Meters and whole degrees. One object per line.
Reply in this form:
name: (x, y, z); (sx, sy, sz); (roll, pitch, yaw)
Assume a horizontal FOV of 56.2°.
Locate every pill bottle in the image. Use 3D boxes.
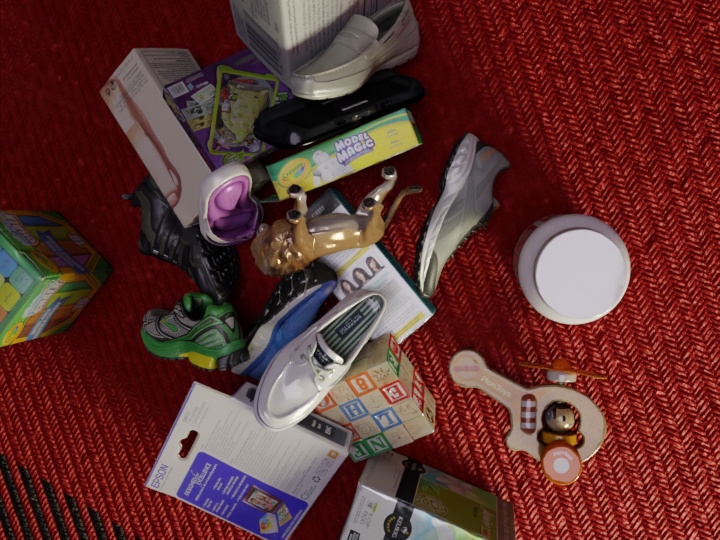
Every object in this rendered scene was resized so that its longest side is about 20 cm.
pill bottle: (0.223, -0.004, 0.724); (0.111, 0.200, 0.114); (1, 95, 11)

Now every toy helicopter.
toy helicopter: (0.200, 0.149, 0.806); (0.199, 0.079, 0.133); (30, 99, 11)

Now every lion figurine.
lion figurine: (-0.030, -0.047, 0.776); (0.197, 0.123, 0.073); (-6, 54, -5)

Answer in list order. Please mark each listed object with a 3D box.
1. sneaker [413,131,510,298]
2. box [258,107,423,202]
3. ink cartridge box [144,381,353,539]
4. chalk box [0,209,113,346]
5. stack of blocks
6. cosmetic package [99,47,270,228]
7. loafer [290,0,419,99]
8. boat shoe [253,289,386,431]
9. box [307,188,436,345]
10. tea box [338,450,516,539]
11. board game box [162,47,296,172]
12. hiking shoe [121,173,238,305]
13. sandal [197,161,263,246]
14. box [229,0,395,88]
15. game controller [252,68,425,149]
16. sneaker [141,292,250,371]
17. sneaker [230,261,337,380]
sneaker: (0.117, -0.059, 0.799); (0.079, 0.074, 0.202); (23, 90, -1)
box: (-0.026, -0.133, 0.803); (0.198, 0.117, 0.049); (-23, 97, 11)
ink cartridge box: (-0.140, 0.230, 0.822); (0.198, 0.044, 0.199); (27, 119, -9)
chalk box: (-0.438, 0.008, 0.850); (0.124, 0.200, 0.125); (43, 101, 5)
stack of blocks: (-0.020, 0.174, 0.834); (0.198, 0.059, 0.116); (-26, 112, 20)
cosmetic package: (-0.217, -0.166, 0.837); (0.087, 0.103, 0.201); (-34, 86, 31)
loafer: (-0.006, -0.251, 0.761); (0.069, 0.200, 0.070); (20, 135, 33)
boat shoe: (-0.046, 0.093, 0.758); (0.073, 0.067, 0.201); (39, 72, -3)
box: (0.000, 0.000, 0.843); (0.082, 0.049, 0.201); (-40, 87, 12)
tea box: (0.065, 0.358, 0.817); (0.195, 0.134, 0.202); (20, 98, 8)
board game box: (-0.118, -0.204, 0.805); (0.199, 0.032, 0.121); (-33, 85, -25)
hiking shoe: (-0.235, -0.035, 0.883); (0.100, 0.076, 0.202); (-31, 81, 23)
sandal: (-0.148, -0.059, 0.790); (0.082, 0.203, 0.050); (-32, 77, -9)
box: (-0.042, -0.334, 0.731); (0.200, 0.184, 0.105); (-44, 83, -11)
game controller: (-0.023, -0.185, 0.771); (0.199, 0.104, 0.042); (-27, 132, -24)
sneaker: (-0.210, 0.065, 0.845); (0.198, 0.078, 0.086); (3, 104, 42)
sneaker: (-0.082, 0.070, 0.846); (0.089, 0.079, 0.200); (29, 123, -18)
